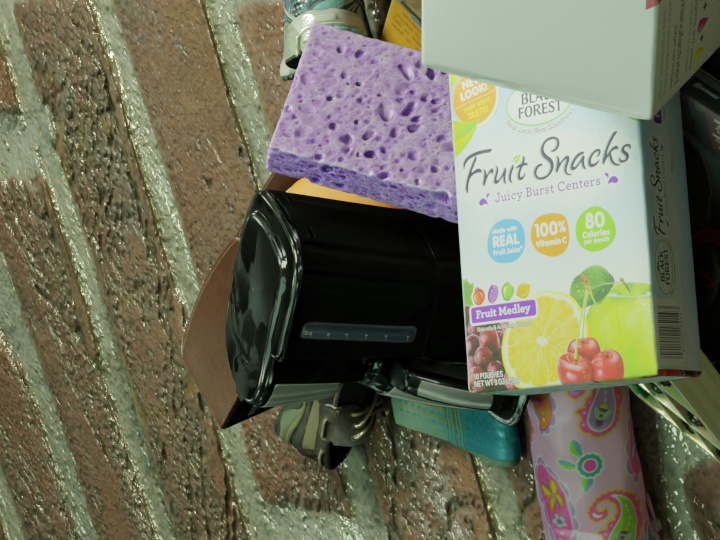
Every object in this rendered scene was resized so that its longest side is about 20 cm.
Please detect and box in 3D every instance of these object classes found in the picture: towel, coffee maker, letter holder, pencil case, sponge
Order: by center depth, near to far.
[{"bbox_3d":[0.047,-0.088,1.478,0.199,0.112,0.030,16,145,5],"label":"sponge"},{"bbox_3d":[0.021,0.001,1.524,0.135,0.199,0.194,-169,84,-66],"label":"coffee maker"},{"bbox_3d":[0.161,0.127,1.606,0.087,0.087,0.201,16,124,52],"label":"pencil case"},{"bbox_3d":[0.064,0.043,1.754,0.146,0.022,0.201,20,124,49],"label":"towel"},{"bbox_3d":[-0.084,0.012,1.882,0.143,0.100,0.200,57,148,18],"label":"letter holder"}]

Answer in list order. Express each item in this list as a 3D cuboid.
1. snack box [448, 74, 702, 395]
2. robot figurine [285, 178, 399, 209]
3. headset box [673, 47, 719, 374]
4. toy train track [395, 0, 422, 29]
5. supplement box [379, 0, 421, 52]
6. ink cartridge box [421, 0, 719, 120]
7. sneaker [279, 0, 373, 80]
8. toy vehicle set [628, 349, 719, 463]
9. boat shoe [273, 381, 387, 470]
[{"bbox_3d":[0.125,-0.031,1.360,0.142,0.053,0.202,-8,82,40],"label":"snack box"},{"bbox_3d":[0.001,-0.001,1.660,0.143,0.117,0.200,9,152,23],"label":"robot figurine"},{"bbox_3d":[0.212,-0.057,1.405,0.149,0.075,0.201,40,141,37],"label":"headset box"},{"bbox_3d":[0.084,-0.145,1.510,0.114,0.033,0.200,-22,127,42],"label":"toy train track"},{"bbox_3d":[0.056,-0.159,1.585,0.069,0.066,0.200,48,145,21],"label":"supplement box"},{"bbox_3d":[0.141,-0.201,1.270,0.144,0.200,0.146,15,126,25],"label":"ink cartridge box"},{"bbox_3d":[-0.021,-0.186,1.652,0.200,0.077,0.087,148,118,-86],"label":"sneaker"},{"bbox_3d":[0.194,0.065,1.455,0.124,0.027,0.200,40,177,37],"label":"toy vehicle set"},{"bbox_3d":[-0.010,0.103,1.870,0.073,0.074,0.200,43,153,8],"label":"boat shoe"}]
